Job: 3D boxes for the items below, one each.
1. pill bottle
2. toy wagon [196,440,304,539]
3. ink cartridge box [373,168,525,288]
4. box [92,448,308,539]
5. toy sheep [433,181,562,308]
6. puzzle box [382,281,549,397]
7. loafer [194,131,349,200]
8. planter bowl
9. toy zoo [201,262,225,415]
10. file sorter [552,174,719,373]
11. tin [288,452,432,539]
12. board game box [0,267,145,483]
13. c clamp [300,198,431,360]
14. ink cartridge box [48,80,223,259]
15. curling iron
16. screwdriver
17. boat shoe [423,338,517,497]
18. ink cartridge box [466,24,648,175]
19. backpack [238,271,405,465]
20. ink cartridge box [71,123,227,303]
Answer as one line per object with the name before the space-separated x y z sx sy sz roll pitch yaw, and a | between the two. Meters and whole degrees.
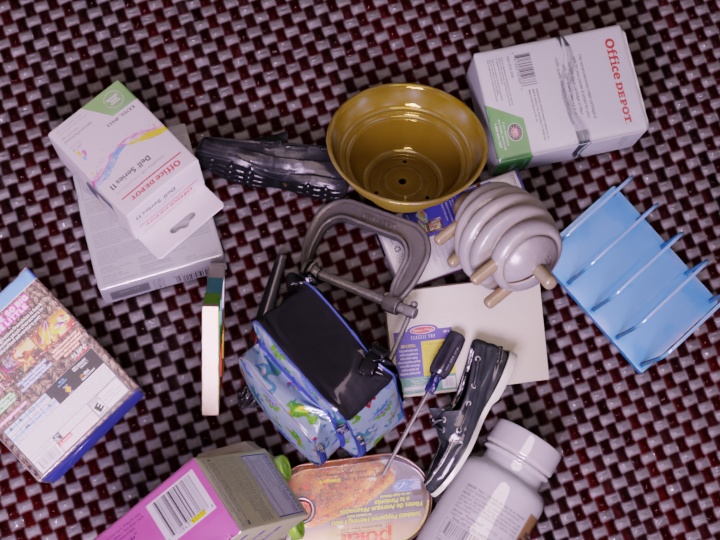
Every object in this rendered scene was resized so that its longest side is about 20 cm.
pill bottle | 0.154 0.286 1.648 0.114 0.114 0.201 32 80 2
toy wagon | -0.142 0.310 1.643 0.154 0.040 0.202 -17 82 16
ink cartridge box | 0.123 -0.050 1.745 0.199 0.037 0.095 -21 81 -4
box | -0.181 0.291 1.530 0.176 0.200 0.097 -39 74 12
toy sheep | 0.174 -0.034 1.657 0.137 0.138 0.200 -32 49 -8
puzzle box | 0.131 0.081 1.712 0.198 0.025 0.134 -6 95 -5
loafer | -0.108 -0.141 1.733 0.199 0.068 0.071 11 69 -5
planter bowl | 0.055 -0.134 1.715 0.198 0.084 0.202 2 52 -2
toy zoo | -0.173 0.073 1.631 0.020 0.200 0.132 1 106 -3
file sorter | 0.343 0.001 1.706 0.139 0.123 0.200 -40 84 -10
tin | -0.012 0.286 1.677 0.198 0.042 0.113 -6 77 -4
board game box | -0.385 0.128 1.650 0.159 0.097 0.200 -43 85 -9
c clamp | 0.000 0.000 1.696 0.199 0.027 0.172 28 82 29
ink cartridge box | -0.273 -0.124 1.689 0.117 0.067 0.200 -41 71 -15
curling iron | -0.117 0.077 1.709 0.049 0.026 0.202 1 72 37
screwdriver | 0.075 0.163 1.664 0.028 0.029 0.201 20 76 29
boat shoe | 0.116 0.173 1.664 0.066 0.074 0.200 30 86 -6
ink cartridge box | 0.249 -0.216 1.756 0.198 0.083 0.148 -11 81 -5
backpack | -0.045 0.134 1.616 0.147 0.200 0.183 -41 63 -8
ink cartridge box | -0.269 -0.073 1.730 0.159 0.047 0.201 -16 65 -6
